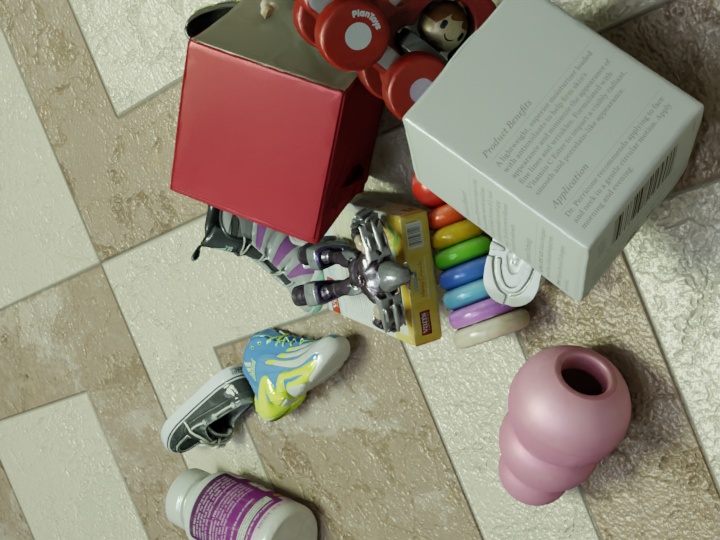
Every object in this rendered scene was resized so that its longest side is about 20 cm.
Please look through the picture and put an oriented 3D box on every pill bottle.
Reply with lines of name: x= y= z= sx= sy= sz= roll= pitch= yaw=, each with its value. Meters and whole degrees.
pill bottle: x=-0.163 y=0.333 z=1.772 sx=0.199 sy=0.112 sz=0.113 roll=17 pitch=119 yaw=36

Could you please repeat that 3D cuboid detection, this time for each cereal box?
cereal box: x=0.015 y=-0.008 z=1.469 sx=0.200 sy=0.039 sz=0.145 roll=21 pitch=123 yaw=59

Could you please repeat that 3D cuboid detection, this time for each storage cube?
storage cube: x=-0.078 y=-0.167 z=1.403 sx=0.199 sy=0.171 sz=0.180 roll=20 pitch=125 yaw=11

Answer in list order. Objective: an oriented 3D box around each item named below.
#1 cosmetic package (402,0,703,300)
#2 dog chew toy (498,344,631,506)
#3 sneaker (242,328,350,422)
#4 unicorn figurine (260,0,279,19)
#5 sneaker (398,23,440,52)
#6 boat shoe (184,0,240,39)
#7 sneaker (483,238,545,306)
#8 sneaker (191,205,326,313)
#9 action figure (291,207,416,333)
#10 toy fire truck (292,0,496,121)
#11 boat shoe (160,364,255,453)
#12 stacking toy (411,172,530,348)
cosmetic package: x=0.168 y=-0.110 z=1.182 sx=0.200 sy=0.165 sz=0.165 roll=39 pitch=171 yaw=16
dog chew toy: x=0.199 y=0.170 z=1.369 sx=0.124 sy=0.124 sz=0.200 roll=41 pitch=138 yaw=22
sneaker: x=-0.093 y=0.108 z=1.636 sx=0.105 sy=0.076 sz=0.200 roll=55 pitch=135 yaw=10
unicorn figurine: x=-0.042 y=-0.304 z=1.390 sx=0.200 sy=0.137 sz=0.074 roll=38 pitch=135 yaw=1
sneaker: x=0.075 y=-0.290 z=1.292 sx=0.115 sy=0.075 sz=0.200 roll=-15 pitch=139 yaw=15
boat shoe: x=-0.114 y=-0.272 z=1.500 sx=0.201 sy=0.060 sz=0.072 roll=7 pitch=112 yaw=40
sneaker: x=0.177 y=-0.063 z=1.319 sx=0.076 sy=0.080 sz=0.201 roll=25 pitch=104 yaw=18
sneaker: x=-0.131 y=-0.026 z=1.560 sx=0.201 sy=0.139 sz=0.078 roll=66 pitch=152 yaw=3
action figure: x=0.000 y=0.000 z=1.390 sx=0.200 sy=0.069 sz=0.131 roll=3 pitch=100 yaw=58
toy fire truck: x=0.045 y=-0.243 z=1.231 sx=0.168 sy=0.200 sz=0.112 roll=-51 pitch=26 yaw=8
boat shoe: x=-0.199 y=0.204 z=1.776 sx=0.199 sy=0.073 sz=0.068 roll=-43 pitch=63 yaw=35
stacking toy: x=0.109 y=-0.024 z=1.401 sx=0.085 sy=0.085 sz=0.201 roll=-21 pitch=86 yaw=45
